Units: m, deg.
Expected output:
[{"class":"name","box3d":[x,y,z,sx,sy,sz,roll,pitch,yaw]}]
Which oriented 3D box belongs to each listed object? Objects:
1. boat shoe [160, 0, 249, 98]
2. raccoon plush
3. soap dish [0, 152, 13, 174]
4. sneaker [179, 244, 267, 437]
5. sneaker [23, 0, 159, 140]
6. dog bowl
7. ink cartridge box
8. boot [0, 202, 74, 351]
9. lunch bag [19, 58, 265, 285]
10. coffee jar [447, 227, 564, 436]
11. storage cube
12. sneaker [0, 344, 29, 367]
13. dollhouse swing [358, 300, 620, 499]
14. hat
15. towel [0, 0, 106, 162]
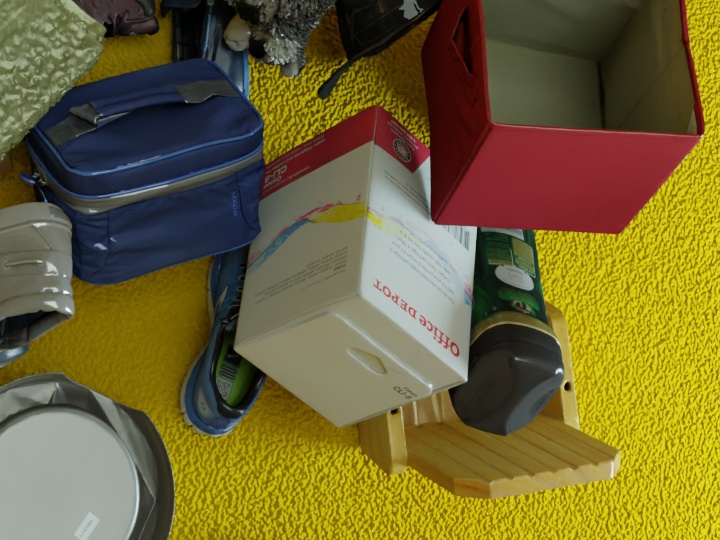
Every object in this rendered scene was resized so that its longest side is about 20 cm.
[{"class":"boat shoe","box3d":[-0.139,-0.232,1.379,0.068,0.084,0.203,-7,85,-34]},{"class":"raccoon plush","box3d":[-0.027,-0.228,1.320,0.197,0.134,0.098,-7,66,16]},{"class":"soap dish","box3d":[-0.383,-0.143,1.259,0.198,0.081,0.160,-11,89,-24]},{"class":"sneaker","box3d":[-0.094,0.043,1.370,0.078,0.089,0.203,18,73,-22]},{"class":"sneaker","box3d":[-0.228,-0.197,1.342,0.114,0.075,0.203,16,79,-27]},{"class":"dog bowl","box3d":[-0.254,0.185,1.300,0.198,0.059,0.203,2,85,-24]},{"class":"ink cartridge box","box3d":[0.000,0.000,1.334,0.145,0.144,0.202,39,42,-35]},{"class":"boot","box3d":[-0.310,0.021,1.222,0.073,0.198,0.097,35,41,-59]},{"class":"lunch bag","box3d":[-0.181,-0.089,1.294,0.198,0.136,0.134,-18,132,-27]},{"class":"coffee jar","box3d":[0.116,0.040,1.376,0.084,0.105,0.201,17,40,-21]},{"class":"storage cube","box3d":[0.152,-0.146,1.280,0.197,0.180,0.173,2,66,-12]},{"class":"sneaker","box3d":[-0.353,0.101,1.265,0.198,0.077,0.087,-24,112,-22]},{"class":"dollhouse swing","box3d":[0.118,0.100,1.417,0.198,0.175,0.184,-5,87,-24]},{"class":"hat","box3d":[0.016,-0.238,1.392,0.200,0.200,0.081,-41,96,-22]},{"class":"towel","box3d":[-0.304,-0.158,1.224,0.148,0.036,0.201,41,69,-6]}]
